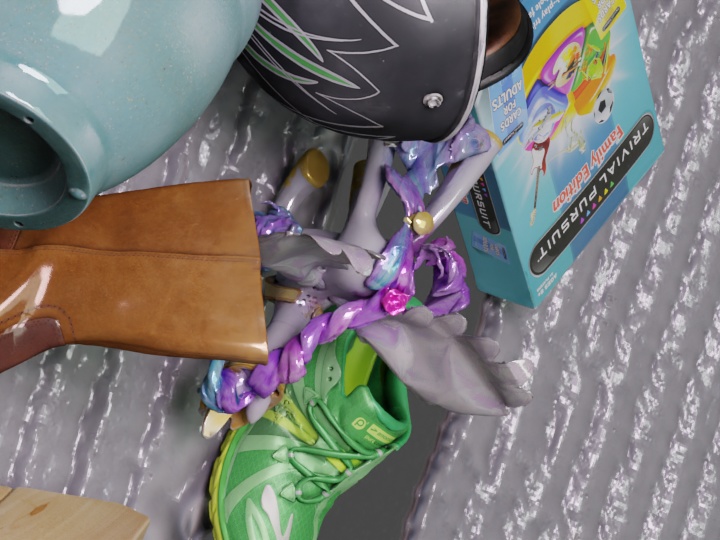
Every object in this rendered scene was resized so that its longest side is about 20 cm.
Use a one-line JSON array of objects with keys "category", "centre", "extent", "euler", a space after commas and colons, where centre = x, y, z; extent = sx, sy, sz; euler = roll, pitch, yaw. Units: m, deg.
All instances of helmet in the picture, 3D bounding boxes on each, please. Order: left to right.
[{"category": "helmet", "centre": [0.011, -0.165, 1.340], "extent": [0.191, 0.200, 0.200], "euler": [-36, 116, -35]}]

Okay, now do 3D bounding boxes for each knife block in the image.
[{"category": "knife block", "centre": [-0.159, 0.171, 1.278], "extent": [0.200, 0.176, 0.064], "euler": [15, 106, -41]}]

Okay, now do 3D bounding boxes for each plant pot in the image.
[{"category": "plant pot", "centre": [-0.161, -0.105, 1.228], "extent": [0.200, 0.200, 0.134], "euler": [43, 51, -34]}]

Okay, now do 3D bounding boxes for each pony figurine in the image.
[{"category": "pony figurine", "centre": [0.000, 0.000, 1.397], "extent": [0.167, 0.193, 0.200], "euler": [41, 59, -25]}]

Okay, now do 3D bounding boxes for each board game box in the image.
[{"category": "board game box", "centre": [0.108, -0.100, 1.544], "extent": [0.151, 0.047, 0.200], "euler": [-49, 140, -27]}]

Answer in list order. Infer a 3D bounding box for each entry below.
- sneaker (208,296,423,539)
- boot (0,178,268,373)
[{"category": "sneaker", "centre": [-0.022, 0.091, 1.458], "extent": [0.074, 0.084, 0.200], "euler": [32, 73, -38]}, {"category": "boot", "centre": [-0.146, 0.039, 1.272], "extent": [0.200, 0.069, 0.188], "euler": [3, 57, -6]}]
